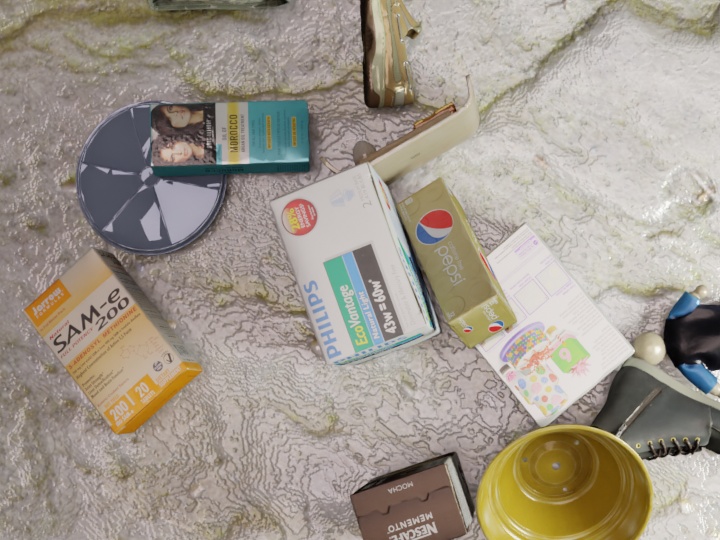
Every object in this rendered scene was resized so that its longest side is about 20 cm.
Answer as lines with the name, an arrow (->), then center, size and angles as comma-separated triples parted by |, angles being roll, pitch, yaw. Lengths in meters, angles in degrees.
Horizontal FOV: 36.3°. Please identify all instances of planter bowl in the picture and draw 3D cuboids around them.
planter bowl -> 0.230, 0.245, 1.270 | 0.198, 0.084, 0.203 | 1, 113, 2

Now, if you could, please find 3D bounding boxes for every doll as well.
doll -> 0.421, 0.084, 1.289 | 0.197, 0.048, 0.138 | -7, 83, 7

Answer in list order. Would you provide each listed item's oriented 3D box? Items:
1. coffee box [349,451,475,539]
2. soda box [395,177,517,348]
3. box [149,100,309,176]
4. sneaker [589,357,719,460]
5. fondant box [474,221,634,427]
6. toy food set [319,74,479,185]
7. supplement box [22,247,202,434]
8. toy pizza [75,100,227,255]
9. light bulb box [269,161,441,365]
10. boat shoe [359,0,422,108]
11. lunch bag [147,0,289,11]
coffee box -> 0.064, 0.266, 1.250 | 0.112, 0.200, 0.081 | -19, 82, 7
soda box -> 0.110, -0.011, 1.286 | 0.067, 0.064, 0.201 | -30, 47, 11
box -> -0.163, -0.166, 1.379 | 0.197, 0.049, 0.083 | -2, 81, -3
sneaker -> 0.367, 0.196, 1.261 | 0.199, 0.075, 0.107 | 30, 67, 19
fondant box -> 0.208, 0.065, 1.319 | 0.144, 0.058, 0.201 | -40, 80, 3
toy food set -> 0.052, -0.163, 1.319 | 0.199, 0.143, 0.061 | -30, 81, 5
supplement box -> -0.312, 0.089, 1.386 | 0.126, 0.074, 0.200 | -41, 80, 2
toy pizza -> -0.268, -0.119, 1.418 | 0.197, 0.032, 0.203 | 0, 83, 3
light bulb box -> 0.000, 0.000, 1.284 | 0.124, 0.200, 0.200 | -21, 83, 6
boat shoe -> 0.040, -0.304, 1.380 | 0.075, 0.072, 0.203 | -2, 92, -6
lunch bag -> -0.181, -0.422, 1.393 | 0.197, 0.118, 0.166 | -1, 85, 2
